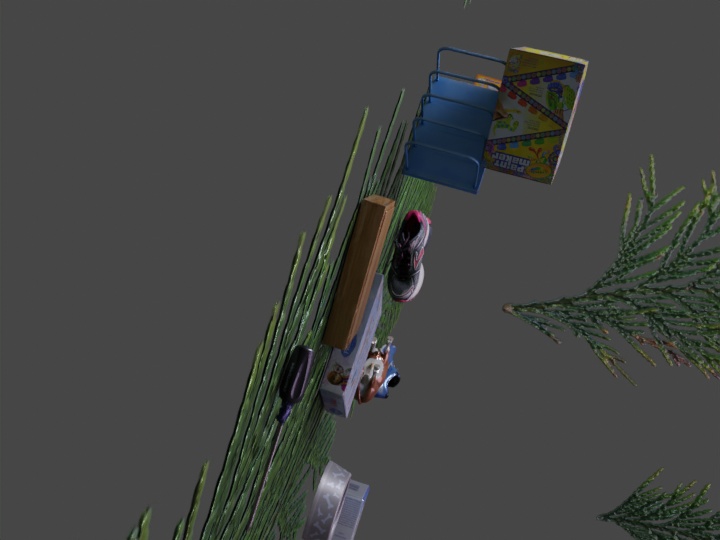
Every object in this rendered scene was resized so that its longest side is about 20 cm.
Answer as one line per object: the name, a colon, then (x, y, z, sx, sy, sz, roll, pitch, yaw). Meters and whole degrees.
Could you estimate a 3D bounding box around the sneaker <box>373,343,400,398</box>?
sneaker: (0.074, 0.295, 2.157, 0.200, 0.089, 0.079, -66, 172, -45)

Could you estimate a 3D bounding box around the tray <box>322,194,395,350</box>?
tray: (0.000, 0.000, 1.024, 0.099, 0.037, 0.201, -44, 151, -76)

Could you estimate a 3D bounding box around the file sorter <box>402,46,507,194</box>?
file sorter: (0.164, -0.260, 1.287, 0.123, 0.138, 0.201, 72, 35, -72)

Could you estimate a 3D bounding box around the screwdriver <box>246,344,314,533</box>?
screwdriver: (-0.091, 0.174, 0.785, 0.028, 0.029, 0.201, 69, 43, -80)

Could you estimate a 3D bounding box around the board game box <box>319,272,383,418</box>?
board game box: (-0.012, 0.124, 1.215, 0.200, 0.041, 0.201, 89, 19, -69)

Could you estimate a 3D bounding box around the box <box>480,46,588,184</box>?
box: (0.297, -0.267, 1.266, 0.200, 0.122, 0.193, -44, 148, -65)

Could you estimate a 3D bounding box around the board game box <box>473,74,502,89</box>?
board game box: (0.517, -0.616, 2.977, 0.200, 0.199, 0.200, 94, 15, -62)

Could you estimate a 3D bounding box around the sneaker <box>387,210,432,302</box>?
sneaker: (0.096, -0.031, 1.594, 0.075, 0.080, 0.201, 36, 63, -68)

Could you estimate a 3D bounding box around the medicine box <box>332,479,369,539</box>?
medicine box: (-0.060, 0.632, 1.869, 0.182, 0.103, 0.201, 48, 58, -82)

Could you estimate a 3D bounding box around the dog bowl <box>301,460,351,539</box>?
dog bowl: (-0.075, 0.534, 1.687, 0.200, 0.058, 0.201, 18, 90, -83)

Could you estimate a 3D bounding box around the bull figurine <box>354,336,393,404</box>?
bull figurine: (0.030, 0.221, 1.722, 0.200, 0.065, 0.122, -66, 167, -59)
